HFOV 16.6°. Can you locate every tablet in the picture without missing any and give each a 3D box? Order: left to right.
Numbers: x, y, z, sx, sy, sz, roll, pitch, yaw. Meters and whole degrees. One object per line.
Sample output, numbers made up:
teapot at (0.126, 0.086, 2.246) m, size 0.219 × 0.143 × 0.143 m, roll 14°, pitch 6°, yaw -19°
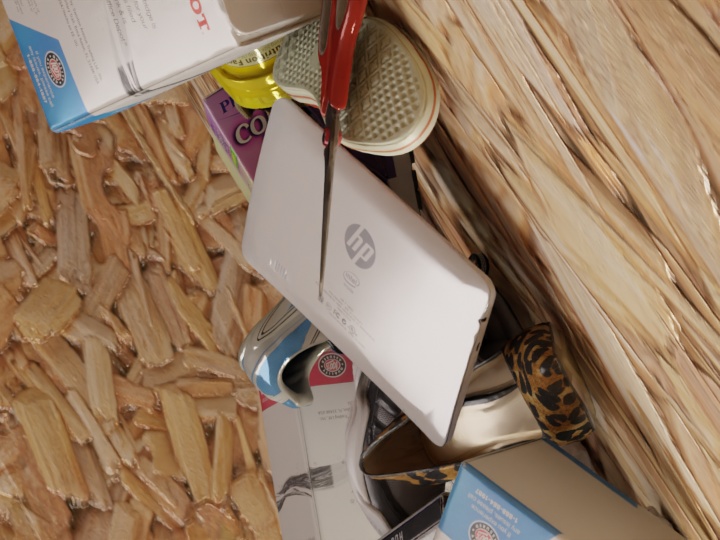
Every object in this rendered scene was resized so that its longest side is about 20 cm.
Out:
tablet at (0.000, 0.000, 1.479) m, size 0.200 × 0.014 × 0.131 m, roll 43°, pitch 136°, yaw 30°

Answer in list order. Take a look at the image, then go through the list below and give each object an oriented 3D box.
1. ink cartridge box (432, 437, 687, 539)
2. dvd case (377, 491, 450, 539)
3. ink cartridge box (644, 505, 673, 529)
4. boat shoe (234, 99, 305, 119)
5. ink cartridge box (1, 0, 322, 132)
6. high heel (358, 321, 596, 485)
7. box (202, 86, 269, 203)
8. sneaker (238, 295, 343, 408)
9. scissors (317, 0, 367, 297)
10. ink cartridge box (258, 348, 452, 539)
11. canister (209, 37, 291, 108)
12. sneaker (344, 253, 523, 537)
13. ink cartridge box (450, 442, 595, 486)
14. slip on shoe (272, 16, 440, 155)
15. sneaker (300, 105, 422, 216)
ink cartridge box at (0.103, 0.222, 1.428) m, size 0.145 × 0.084 × 0.201 m, roll 35°, pitch 119°, yaw 31°
dvd case at (0.075, 0.198, 1.648) m, size 0.200 × 0.150 × 0.025 m, roll 137°, pitch 136°, yaw -55°
ink cartridge box at (0.192, 0.252, 1.544) m, size 0.146 × 0.084 × 0.200 m, roll 57°, pitch 175°, yaw 24°
boat shoe at (-0.061, -0.143, 1.800) m, size 0.203 × 0.075 × 0.075 m, roll 56°, pitch 168°, yaw 31°
ink cartridge box at (-0.130, -0.184, 1.491) m, size 0.200 × 0.086 × 0.147 m, roll -18°, pitch 94°, yaw 47°
high heel at (0.065, 0.091, 1.484) m, size 0.200 × 0.142 × 0.072 m, roll 80°, pitch 168°, yaw -80°
box at (-0.028, -0.055, 1.928) m, size 0.201 × 0.096 × 0.176 m, roll 58°, pitch 176°, yaw 9°
sneaker at (-0.015, 0.011, 1.782) m, size 0.072 × 0.200 × 0.072 m, roll 38°, pitch -159°, yaw 17°
scissors at (-0.016, -0.085, 1.379) m, size 0.073 × 0.014 × 0.201 m, roll 180°, pitch 96°, yaw -73°
ink cartridge box at (0.010, 0.150, 1.893) m, size 0.085 × 0.145 × 0.201 m, roll 146°, pitch 116°, yaw -63°
canister at (-0.098, -0.226, 1.640) m, size 0.149 × 0.086 × 0.200 m, roll 53°, pitch 171°, yaw 51°
sneaker at (0.050, 0.083, 1.622) m, size 0.114 × 0.075 × 0.201 m, roll -3°, pitch 86°, yaw 53°
ink cartridge box at (0.091, 0.113, 1.759) m, size 0.200 × 0.084 × 0.146 m, roll 56°, pitch 175°, yaw 37°
slip on shoe at (0.008, -0.107, 1.431) m, size 0.061 × 0.074 × 0.200 m, roll 23°, pitch -176°, yaw -23°
sneaker at (-0.005, -0.012, 1.563) m, size 0.076 × 0.087 × 0.201 m, roll 122°, pitch 138°, yaw -62°
